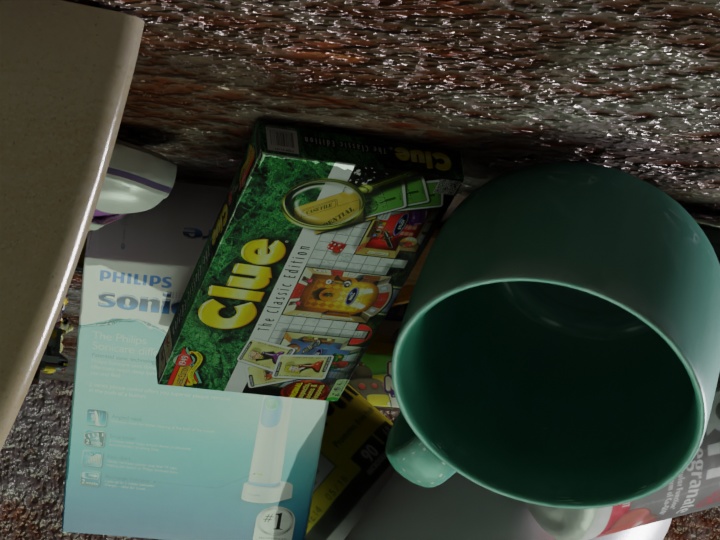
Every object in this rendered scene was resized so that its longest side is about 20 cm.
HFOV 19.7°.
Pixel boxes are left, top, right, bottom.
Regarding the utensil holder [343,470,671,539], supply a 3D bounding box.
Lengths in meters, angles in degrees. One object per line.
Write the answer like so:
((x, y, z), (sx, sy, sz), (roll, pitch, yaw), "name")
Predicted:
((0.073, 0.185, 1.235), (0.169, 0.200, 0.171), (27, 146, 20), "utensil holder")

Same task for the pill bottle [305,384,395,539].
((-0.066, 0.097, 1.341), (0.200, 0.114, 0.114), (41, 175, 5), "pill bottle")

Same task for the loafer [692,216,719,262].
((0.140, -0.003, 1.098), (0.198, 0.076, 0.068), (-3, 171, 0), "loafer")

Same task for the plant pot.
((-0.217, -0.013, 0.808), (0.198, 0.179, 0.200), (8, 173, -26), "plant pot")

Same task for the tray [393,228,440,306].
((0.000, 0.000, 1.312), (0.098, 0.037, 0.200), (0, 176, -18), "tray")

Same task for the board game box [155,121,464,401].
((-0.030, 0.001, 1.043), (0.104, 0.024, 0.200), (8, 142, -16), "board game box")

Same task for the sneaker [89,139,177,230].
((-0.180, -0.012, 1.060), (0.199, 0.115, 0.072), (-1, 169, 33), "sneaker")

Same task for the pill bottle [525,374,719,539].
((0.189, 0.078, 1.164), (0.198, 0.112, 0.111), (-11, 179, -20), "pill bottle")

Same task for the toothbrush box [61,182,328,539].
((-0.091, 0.055, 1.183), (0.145, 0.201, 0.086), (5, -144, -6), "toothbrush box")

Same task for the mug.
((0.087, 0.024, 1.012), (0.184, 0.115, 0.153), (-4, 129, 25), "mug")

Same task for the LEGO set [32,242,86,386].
((-0.225, 0.033, 1.426), (0.199, 0.117, 0.153), (-1, 171, 42), "LEGO set")

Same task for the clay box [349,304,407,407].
((0.016, 0.046, 1.435), (0.198, 0.048, 0.115), (4, -150, 7), "clay box")
